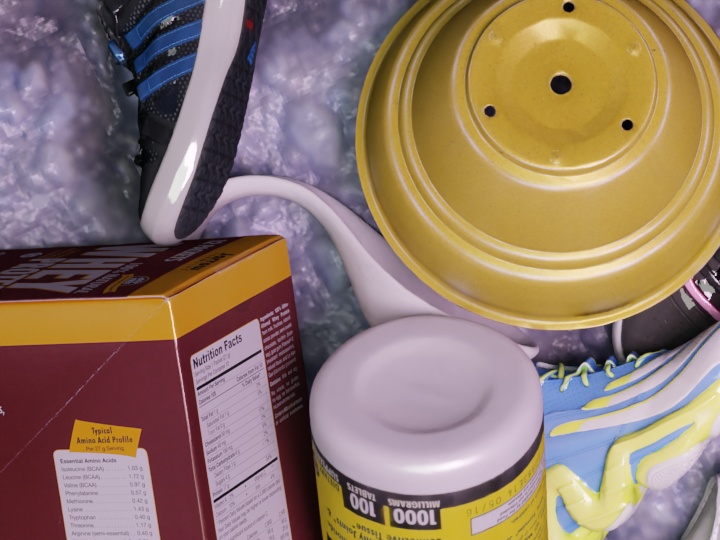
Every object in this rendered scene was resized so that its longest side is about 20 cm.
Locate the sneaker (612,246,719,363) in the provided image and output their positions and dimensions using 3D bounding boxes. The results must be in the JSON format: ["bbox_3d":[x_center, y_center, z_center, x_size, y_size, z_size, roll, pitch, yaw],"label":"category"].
[{"bbox_3d":[0.205,-0.014,1.304,0.200,0.099,0.071,-43,99,10],"label":"sneaker"}]

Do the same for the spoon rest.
[{"bbox_3d":[0.000,0.000,1.321,0.199,0.099,0.061,22,97,9],"label":"spoon rest"}]

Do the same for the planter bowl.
[{"bbox_3d":[0.096,-0.078,1.262,0.199,0.084,0.202,0,73,2],"label":"planter bowl"}]

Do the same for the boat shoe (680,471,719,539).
[{"bbox_3d":[0.162,0.190,1.358,0.071,0.070,0.202,14,103,-4],"label":"boat shoe"}]

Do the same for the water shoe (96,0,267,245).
[{"bbox_3d":[-0.095,-0.112,1.304,0.078,0.072,0.201,11,81,11],"label":"water shoe"}]

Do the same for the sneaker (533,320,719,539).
[{"bbox_3d":[0.116,0.073,1.319,0.105,0.076,0.200,41,116,2],"label":"sneaker"}]

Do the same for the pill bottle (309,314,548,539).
[{"bbox_3d":[0.037,0.130,1.275,0.112,0.113,0.201,-4,129,2],"label":"pill bottle"}]

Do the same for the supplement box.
[{"bbox_3d":[-0.136,0.097,1.287,0.196,0.133,0.201,-3,101,24],"label":"supplement box"}]
